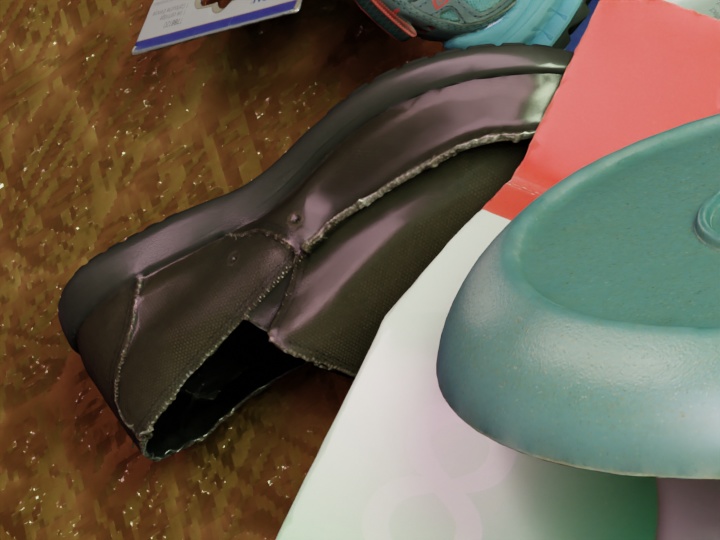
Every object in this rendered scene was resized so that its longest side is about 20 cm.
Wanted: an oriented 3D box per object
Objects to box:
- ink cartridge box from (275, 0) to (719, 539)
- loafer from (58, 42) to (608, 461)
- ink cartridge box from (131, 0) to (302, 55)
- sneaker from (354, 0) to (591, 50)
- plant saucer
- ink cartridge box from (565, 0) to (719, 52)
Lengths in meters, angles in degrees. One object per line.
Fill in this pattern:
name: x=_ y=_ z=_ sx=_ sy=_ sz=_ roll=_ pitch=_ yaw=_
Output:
ink cartridge box: x=0.091 y=0.025 z=0.772 sx=0.161 sy=0.050 sz=0.200 roll=22 pitch=79 yaw=20
loafer: x=0.000 y=0.000 z=0.886 sx=0.200 sy=0.073 sz=0.071 roll=-30 pitch=62 yaw=27
ink cartridge box: x=-0.006 y=-0.157 z=0.985 sx=0.099 sy=0.039 sz=0.200 roll=-6 pitch=58 yaw=52
sneaker: x=0.033 y=-0.166 z=0.892 sx=0.079 sy=0.095 sz=0.201 roll=-25 pitch=56 yaw=60
plant saucer: x=0.113 y=-0.007 z=0.693 sx=0.200 sy=0.027 sz=0.200 roll=-12 pitch=20 yaw=5
ink cartridge box: x=0.121 y=-0.162 z=0.906 sx=0.200 sy=0.043 sz=0.197 roll=-22 pitch=53 yaw=23
